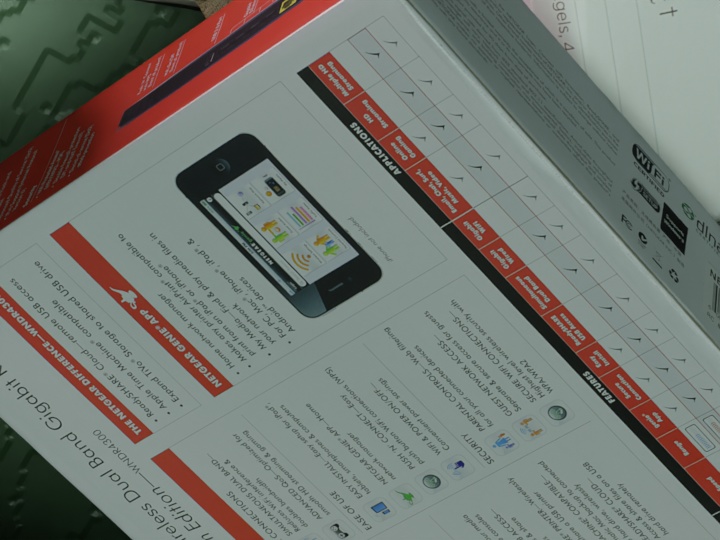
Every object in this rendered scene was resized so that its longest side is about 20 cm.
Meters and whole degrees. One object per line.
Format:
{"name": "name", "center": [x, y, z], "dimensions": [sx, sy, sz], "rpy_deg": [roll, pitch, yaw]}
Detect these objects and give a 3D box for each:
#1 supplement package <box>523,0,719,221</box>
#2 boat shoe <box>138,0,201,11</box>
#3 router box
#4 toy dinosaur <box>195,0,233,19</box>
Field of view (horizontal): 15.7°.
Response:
{"name": "supplement package", "center": [0.130, -0.131, 0.741], "dimensions": [0.200, 0.147, 0.191], "rpy_deg": [-12, 108, -1]}
{"name": "boat shoe", "center": [-0.068, -0.115, 0.781], "dimensions": [0.200, 0.057, 0.067], "rpy_deg": [15, 119, -6]}
{"name": "router box", "center": [0.006, 0.022, 0.701], "dimensions": [0.179, 0.049, 0.200], "rpy_deg": [-30, 116, 29]}
{"name": "toy dinosaur", "center": [-0.024, -0.043, 0.748], "dimensions": [0.200, 0.047, 0.088], "rpy_deg": [48, 65, -17]}
